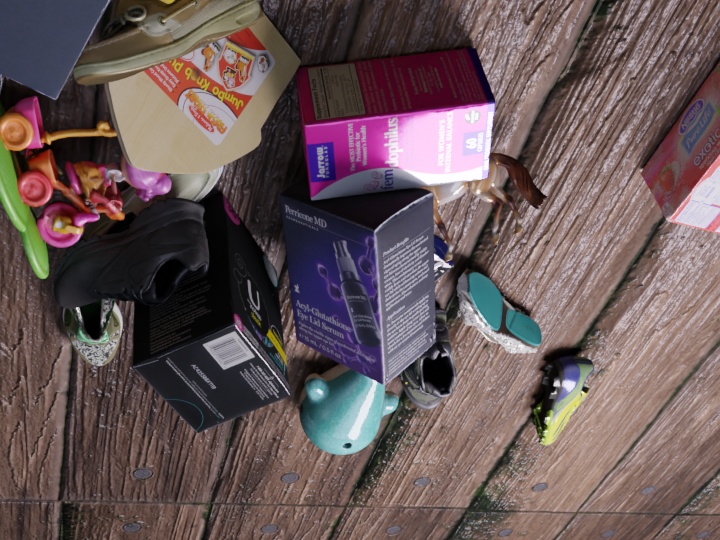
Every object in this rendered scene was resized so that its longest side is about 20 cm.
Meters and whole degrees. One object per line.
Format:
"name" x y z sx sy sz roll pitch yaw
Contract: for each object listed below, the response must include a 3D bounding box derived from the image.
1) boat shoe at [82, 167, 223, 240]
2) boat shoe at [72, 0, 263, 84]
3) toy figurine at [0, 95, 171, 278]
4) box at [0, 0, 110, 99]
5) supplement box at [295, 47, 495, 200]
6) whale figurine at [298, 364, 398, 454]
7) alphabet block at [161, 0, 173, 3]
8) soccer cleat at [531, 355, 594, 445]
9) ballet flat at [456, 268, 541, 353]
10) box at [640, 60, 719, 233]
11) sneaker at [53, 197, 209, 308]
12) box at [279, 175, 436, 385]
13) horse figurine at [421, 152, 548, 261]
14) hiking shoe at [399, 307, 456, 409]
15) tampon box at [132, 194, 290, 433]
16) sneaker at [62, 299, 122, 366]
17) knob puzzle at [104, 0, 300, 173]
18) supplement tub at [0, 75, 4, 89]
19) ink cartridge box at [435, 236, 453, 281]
"boat shoe" -0.231 -0.070 0.947 0.198 0.063 0.072 -32 133 19
"boat shoe" -0.166 -0.214 0.723 0.072 0.200 0.064 0 118 47
"toy figurine" -0.260 -0.111 0.844 0.180 0.150 0.204 -15 110 -11
"box" -0.273 -0.257 0.652 0.146 0.203 0.107 23 126 -31
"supplement box" 0.034 -0.155 0.894 0.195 0.105 0.102 -7 137 -3
"whale figurine" -0.008 0.190 1.224 0.156 0.105 0.201 18 131 -27
"alphabet block" -0.175 -0.352 0.587 0.197 0.198 0.197 22 129 -31
"soccer cleat" 0.324 0.213 1.351 0.082 0.065 0.203 -7 135 -9
"ballet flat" 0.179 0.068 1.177 0.071 0.073 0.199 -35 131 22
"box" 0.434 -0.152 0.989 0.100 0.096 0.202 9 132 -20
"sneaker" -0.245 0.001 0.900 0.197 0.092 0.076 -27 160 19
"box" 0.000 0.000 0.959 0.104 0.146 0.204 -33 130 -38
"horse figurine" 0.116 -0.087 0.995 0.196 0.050 0.135 -17 99 11
"hiking shoe" 0.096 0.151 1.212 0.074 0.102 0.203 -8 136 -3
"tampon box" -0.172 0.048 0.979 0.124 0.203 0.151 -21 137 9
"sneaker" -0.332 0.062 1.037 0.075 0.090 0.203 0 135 -12
"knob puzzle" -0.165 -0.183 0.804 0.217 0.030 0.225 -16 113 -40
"supplement tub" -0.354 -0.191 0.700 0.119 0.203 0.124 -6 137 -6
"ink cartridge box" 0.018 0.021 1.105 0.093 0.045 0.200 29 123 -32
